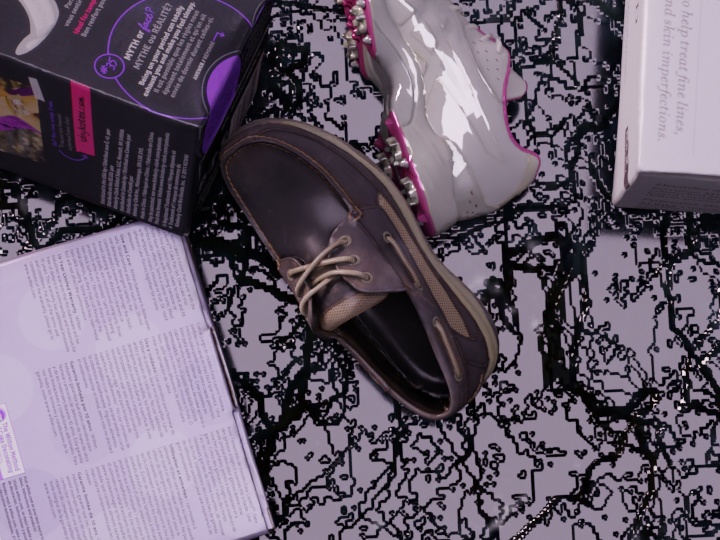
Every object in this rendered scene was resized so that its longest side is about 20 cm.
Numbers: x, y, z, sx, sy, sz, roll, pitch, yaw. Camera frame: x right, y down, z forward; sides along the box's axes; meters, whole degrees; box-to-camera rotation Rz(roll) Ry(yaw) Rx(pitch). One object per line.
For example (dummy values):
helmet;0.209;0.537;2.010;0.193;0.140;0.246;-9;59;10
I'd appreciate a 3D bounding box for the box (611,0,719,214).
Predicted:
box;0.246;-0.133;1.126;0.199;0.131;0.200;4;83;1

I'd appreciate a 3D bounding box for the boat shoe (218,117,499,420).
boat shoe;0.000;0.000;1.112;0.200;0.073;0.074;44;118;-12

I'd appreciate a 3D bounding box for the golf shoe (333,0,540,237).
golf shoe;0.041;-0.123;1.163;0.091;0.075;0.201;-16;92;-9

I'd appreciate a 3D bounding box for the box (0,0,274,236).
box;-0.161;-0.123;1.123;0.199;0.106;0.122;21;56;3

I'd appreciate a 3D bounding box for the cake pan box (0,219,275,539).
cake pan box;-0.159;0.086;1.148;0.184;0.052;0.201;-19;84;1
